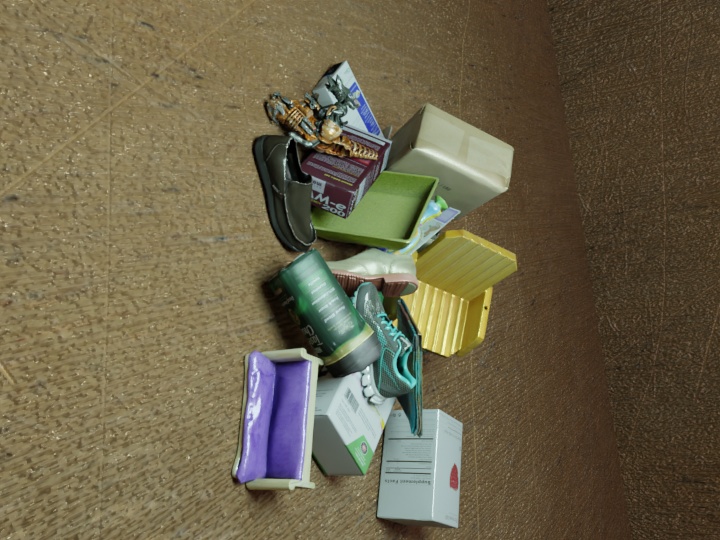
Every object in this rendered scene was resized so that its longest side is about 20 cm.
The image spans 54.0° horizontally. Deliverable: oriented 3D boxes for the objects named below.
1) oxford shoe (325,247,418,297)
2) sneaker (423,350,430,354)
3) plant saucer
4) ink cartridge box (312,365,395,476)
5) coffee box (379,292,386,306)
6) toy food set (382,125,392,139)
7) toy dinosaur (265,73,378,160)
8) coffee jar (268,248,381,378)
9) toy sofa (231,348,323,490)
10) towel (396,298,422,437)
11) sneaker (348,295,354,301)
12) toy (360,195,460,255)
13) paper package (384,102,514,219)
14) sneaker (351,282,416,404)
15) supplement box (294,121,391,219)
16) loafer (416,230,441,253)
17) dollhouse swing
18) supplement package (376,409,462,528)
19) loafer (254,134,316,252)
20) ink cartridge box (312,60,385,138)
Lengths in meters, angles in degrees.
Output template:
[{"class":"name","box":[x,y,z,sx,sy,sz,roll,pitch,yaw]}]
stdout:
[{"class":"oxford shoe","box":[0.000,0.000,1.222,0.071,0.198,0.075,113,-21,-57]},{"class":"sneaker","box":[0.157,0.107,1.471,0.078,0.139,0.201,61,37,-31]},{"class":"plant saucer","box":[0.023,-0.106,1.268,0.201,0.198,0.048,-62,155,-45]},{"class":"ink cartridge box","box":[-0.021,0.220,1.196,0.146,0.083,0.201,62,35,-28]},{"class":"coffee box","box":[0.085,0.021,1.412,0.199,0.044,0.124,-15,96,-42]},{"class":"toy food set","box":[0.087,-0.188,1.507,0.200,0.060,0.145,52,41,-39]},{"class":"toy dinosaur","box":[-0.064,-0.245,1.210,0.200,0.102,0.137,44,43,-30]},{"class":"coffee jar","box":[-0.054,0.072,1.098,0.085,0.104,0.201,-36,91,-26]},{"class":"toy sofa","box":[-0.118,0.217,1.036,0.097,0.082,0.202,33,56,-53]},{"class":"towel","box":[0.083,0.170,1.245,0.147,0.021,0.202,-116,-158,-66]},{"class":"sneaker","box":[0.000,0.103,1.291,0.082,0.074,0.202,-36,111,-38]},{"class":"toy","box":[0.076,-0.076,1.310,0.199,0.115,0.047,-36,120,-13]},{"class":"paper package","box":[0.159,-0.201,1.357,0.198,0.190,0.104,23,68,-15]},{"class":"sneaker","box":[0.044,0.115,1.166,0.077,0.090,0.202,-11,88,-59]},{"class":"supplement box","box":[-0.029,-0.181,1.251,0.200,0.108,0.061,-56,165,-49]},{"class":"loafer","box":[0.129,-0.082,1.425,0.201,0.069,0.076,-75,173,-57]},{"class":"dollhouse swing","box":[0.175,0.049,1.316,0.199,0.175,0.184,23,68,-24]},{"class":"supplement package","box":[0.118,0.381,1.357,0.121,0.119,0.202,38,52,-51]},{"class":"loafer","box":[-0.111,-0.125,1.143,0.073,0.071,0.202,-43,119,-54]},{"class":"ink cartridge box","box":[-0.015,-0.292,1.371,0.201,0.039,0.100,59,43,-30]}]
